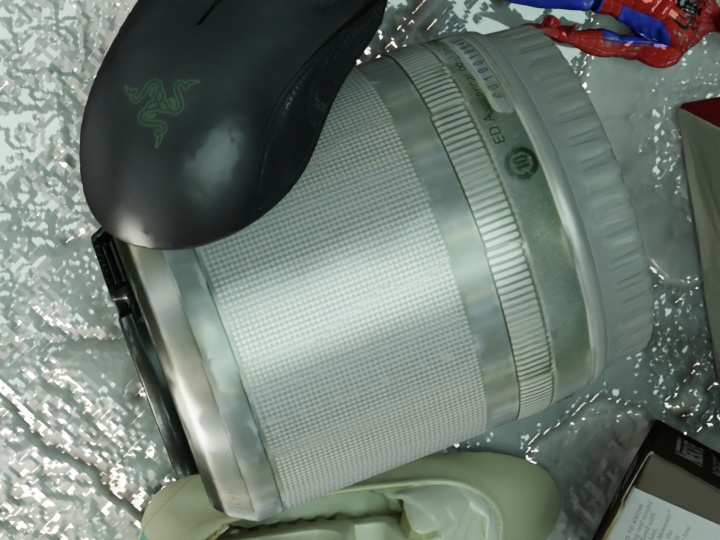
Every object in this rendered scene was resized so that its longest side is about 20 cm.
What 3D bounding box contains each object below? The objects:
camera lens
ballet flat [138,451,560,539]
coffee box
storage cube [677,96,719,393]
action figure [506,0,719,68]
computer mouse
[{"bbox_3d":[0.000,0.000,0.783,0.199,0.160,0.161,-21,105,-6],"label":"camera lens"},{"bbox_3d":[0.001,0.123,0.858,0.198,0.069,0.070,-4,102,-11],"label":"ballet flat"},{"bbox_3d":[0.198,0.153,0.843,0.199,0.114,0.080,29,97,8],"label":"coffee box"},{"bbox_3d":[0.254,0.003,0.820,0.178,0.200,0.172,-11,104,-3],"label":"storage cube"},{"bbox_3d":[0.091,-0.131,0.836,0.199,0.052,0.066,15,93,-16],"label":"action figure"},{"bbox_3d":[-0.049,-0.097,0.732,0.137,0.201,0.053,10,144,18],"label":"computer mouse"}]
